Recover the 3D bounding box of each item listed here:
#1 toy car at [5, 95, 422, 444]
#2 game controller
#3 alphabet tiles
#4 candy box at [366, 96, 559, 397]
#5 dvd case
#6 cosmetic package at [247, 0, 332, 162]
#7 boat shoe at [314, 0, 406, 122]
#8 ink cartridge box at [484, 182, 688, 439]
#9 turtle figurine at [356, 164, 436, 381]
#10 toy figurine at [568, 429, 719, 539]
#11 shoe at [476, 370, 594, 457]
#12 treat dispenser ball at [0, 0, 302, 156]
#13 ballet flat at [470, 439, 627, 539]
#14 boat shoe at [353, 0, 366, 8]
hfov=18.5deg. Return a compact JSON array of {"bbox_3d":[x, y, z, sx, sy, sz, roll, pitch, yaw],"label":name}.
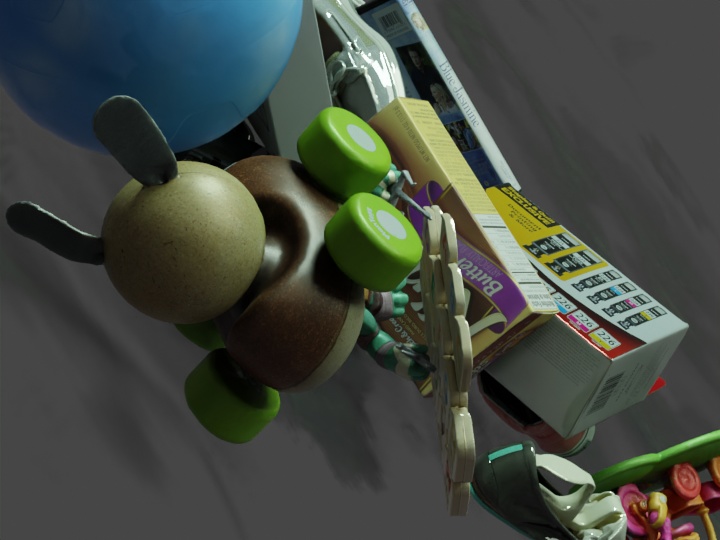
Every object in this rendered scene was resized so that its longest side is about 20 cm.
[{"bbox_3d":[-0.096,-0.024,1.254,0.199,0.164,0.158,27,29,-33],"label":"toy car"},{"bbox_3d":[-0.123,-0.100,1.534,0.104,0.042,0.200,46,10,27],"label":"game controller"},{"bbox_3d":[0.058,0.062,1.521,0.196,0.014,0.201,94,-8,-58],"label":"alphabet tiles"},{"bbox_3d":[0.049,-0.017,1.687,0.201,0.116,0.056,59,24,16],"label":"candy box"},{"bbox_3d":[0.044,-0.136,1.881,0.018,0.142,0.201,-37,101,-32],"label":"dvd case"},{"bbox_3d":[-0.075,-0.188,1.531,0.151,0.051,0.201,54,-18,43],"label":"cosmetic package"},{"bbox_3d":[-0.027,-0.179,1.778,0.064,0.075,0.203,-13,65,-32],"label":"boat shoe"},{"bbox_3d":[0.151,0.024,1.769,0.200,0.084,0.175,40,30,21],"label":"ink cartridge box"},{"bbox_3d":[0.000,0.000,1.540,0.200,0.100,0.151,-91,178,-84],"label":"turtle figurine"},{"bbox_3d":[0.282,0.245,1.837,0.199,0.150,0.185,-4,66,-46],"label":"toy figurine"},{"bbox_3d":[0.128,0.059,1.840,0.091,0.071,0.201,33,29,-58],"label":"shoe"},{"bbox_3d":[-0.134,-0.168,1.331,0.201,0.200,0.201,48,17,-20],"label":"treat dispenser ball"},{"bbox_3d":[0.160,0.190,1.666,0.200,0.068,0.068,40,20,-40],"label":"ballet flat"},{"bbox_3d":[-0.068,-0.267,1.927,0.073,0.066,0.200,27,-10,48],"label":"boat shoe"}]
